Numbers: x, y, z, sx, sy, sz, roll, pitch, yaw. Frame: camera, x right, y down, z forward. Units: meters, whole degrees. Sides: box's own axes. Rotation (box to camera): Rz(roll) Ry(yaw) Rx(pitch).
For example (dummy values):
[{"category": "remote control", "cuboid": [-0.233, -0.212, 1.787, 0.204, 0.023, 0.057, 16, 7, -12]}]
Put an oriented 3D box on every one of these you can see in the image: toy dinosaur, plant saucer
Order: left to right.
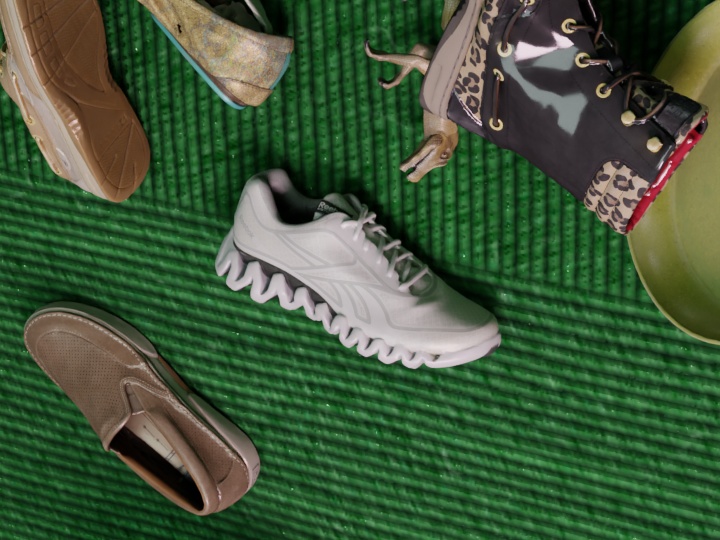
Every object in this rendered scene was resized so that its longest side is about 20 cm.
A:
[{"category": "toy dinosaur", "cuboid": [0.070, -0.144, 1.451, 0.101, 0.058, 0.200, 35, 125, -10]}, {"category": "plant saucer", "cuboid": [0.221, -0.057, 1.349, 0.200, 0.031, 0.201, -15, 71, 53]}]

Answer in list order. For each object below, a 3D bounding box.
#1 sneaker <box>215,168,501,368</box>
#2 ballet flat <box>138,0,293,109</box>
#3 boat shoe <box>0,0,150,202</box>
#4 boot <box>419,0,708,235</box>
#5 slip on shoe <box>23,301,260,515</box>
[{"category": "sneaker", "cuboid": [0.000, 0.000, 1.554, 0.200, 0.075, 0.081, 24, 116, 19]}, {"category": "ballet flat", "cuboid": [-0.121, -0.188, 1.535, 0.200, 0.071, 0.071, 43, 129, 6]}, {"category": "boat shoe", "cuboid": [-0.204, -0.130, 1.591, 0.069, 0.074, 0.200, 11, 134, 34]}, {"category": "boot", "cuboid": [0.127, -0.124, 1.343, 0.150, 0.073, 0.200, 39, 131, 13]}, {"category": "slip on shoe", "cuboid": [-0.163, 0.099, 1.712, 0.200, 0.061, 0.076, 41, 129, 7]}]
